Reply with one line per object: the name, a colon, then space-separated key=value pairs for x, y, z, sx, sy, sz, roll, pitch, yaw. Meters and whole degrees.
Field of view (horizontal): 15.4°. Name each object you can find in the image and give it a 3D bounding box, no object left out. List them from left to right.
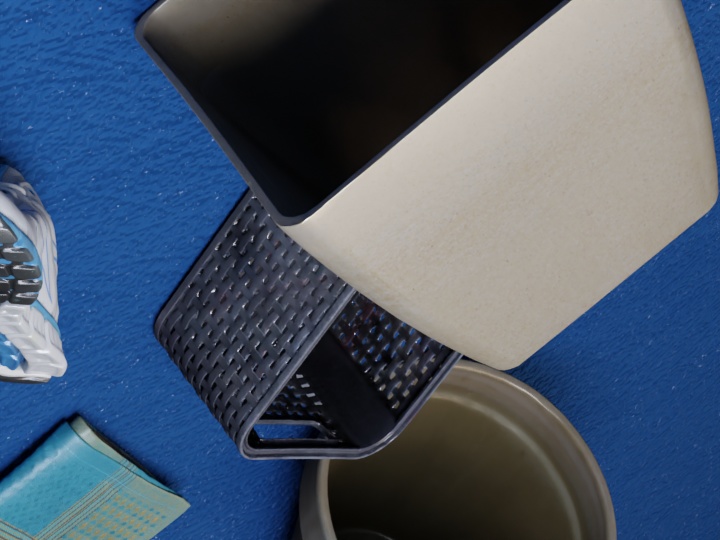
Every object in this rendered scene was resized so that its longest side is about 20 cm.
sneaker: x=-0.176 y=-0.015 z=1.228 sx=0.075 sy=0.087 sz=0.200 roll=1 pitch=161 yaw=-1
towel: x=-0.205 y=0.169 z=1.522 sx=0.200 sy=0.022 sz=0.147 roll=-38 pitch=150 yaw=2
storage bin: x=0.000 y=0.000 z=1.443 sx=0.135 sy=0.094 sz=0.200 roll=4 pitch=130 yaw=-51
plant pot: x=0.034 y=0.182 z=1.664 sx=0.200 sy=0.200 sz=0.174 roll=-18 pitch=160 yaw=-33
plant pot: x=0.050 y=-0.076 z=1.229 sx=0.200 sy=0.200 sz=0.177 roll=-39 pitch=129 yaw=1
